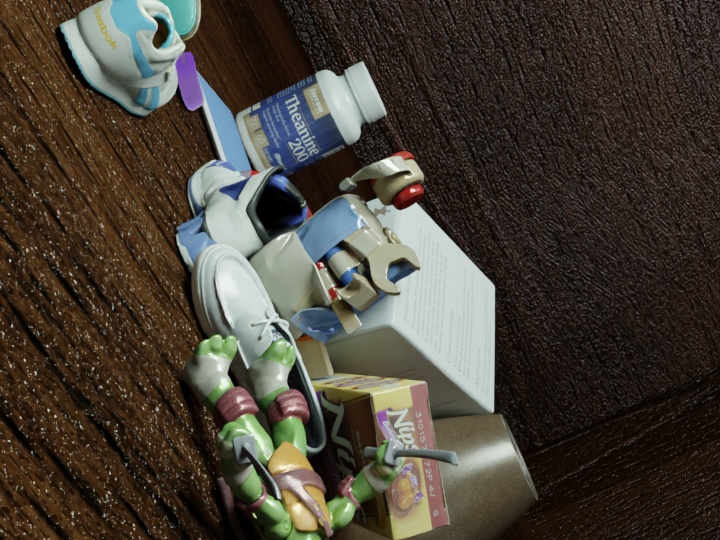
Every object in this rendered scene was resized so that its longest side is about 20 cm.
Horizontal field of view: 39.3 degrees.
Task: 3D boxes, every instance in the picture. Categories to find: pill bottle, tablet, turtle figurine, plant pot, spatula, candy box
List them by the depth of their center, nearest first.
[{"bbox_3d":[-0.039,0.116,0.722,0.195,0.142,0.202,55,-27,35],"label":"turtle figurine"},{"bbox_3d":[0.001,0.153,0.873,0.199,0.056,0.119,-10,-91,66],"label":"candy box"},{"bbox_3d":[0.075,0.232,1.037,0.187,0.198,0.189,-24,90,-83],"label":"plant pot"},{"bbox_3d":[-0.231,-0.279,1.154,0.202,0.020,0.057,62,23,-14],"label":"spatula"},{"bbox_3d":[-0.161,-0.143,1.263,0.130,0.013,0.202,49,19,-68],"label":"tablet"},{"bbox_3d":[-0.068,-0.213,1.424,0.112,0.198,0.111,63,7,-15],"label":"pill bottle"}]

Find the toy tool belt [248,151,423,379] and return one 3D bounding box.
[{"bbox_3d":[0.000,0.000,0.920,0.124,0.199,0.125,56,17,13],"label":"toy tool belt"}]

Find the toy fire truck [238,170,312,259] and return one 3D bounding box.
[{"bbox_3d":[-0.105,-0.062,1.191,0.201,0.048,0.142,60,18,-47],"label":"toy fire truck"}]

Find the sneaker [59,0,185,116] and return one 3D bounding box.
[{"bbox_3d":[-0.196,-0.196,0.917,0.077,0.080,0.200,64,6,0],"label":"sneaker"}]

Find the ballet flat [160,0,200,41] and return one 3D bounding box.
[{"bbox_3d":[-0.244,-0.367,1.202,0.071,0.070,0.202,-60,125,-81],"label":"ballet flat"}]

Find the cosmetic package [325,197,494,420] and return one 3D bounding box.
[{"bbox_3d":[0.027,0.055,1.076,0.200,0.165,0.169,43,42,-39],"label":"cosmetic package"}]

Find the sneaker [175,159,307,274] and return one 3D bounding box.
[{"bbox_3d":[-0.107,-0.057,0.981,0.200,0.114,0.081,-99,163,-65],"label":"sneaker"}]

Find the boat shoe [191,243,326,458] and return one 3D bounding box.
[{"bbox_3d":[-0.083,0.069,0.864,0.071,0.068,0.203,-16,88,-39],"label":"boat shoe"}]
